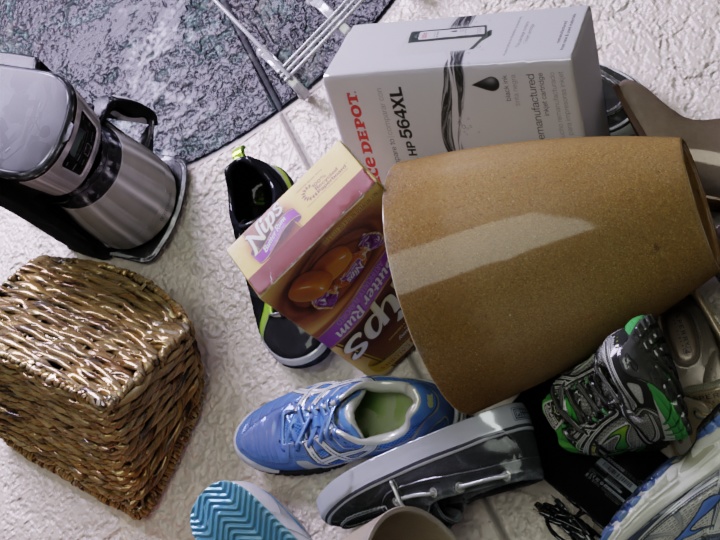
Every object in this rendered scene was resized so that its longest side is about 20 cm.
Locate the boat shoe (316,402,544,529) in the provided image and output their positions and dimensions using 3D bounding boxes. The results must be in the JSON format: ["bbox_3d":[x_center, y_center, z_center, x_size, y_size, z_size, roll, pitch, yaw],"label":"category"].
[{"bbox_3d":[0.051,0.166,0.935,0.198,0.073,0.069,-27,68,26],"label":"boat shoe"}]

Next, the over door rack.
[{"bbox_3d":[-0.067,-0.274,1.150,0.148,0.067,0.200,-45,81,3],"label":"over door rack"}]

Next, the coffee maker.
[{"bbox_3d":[-0.282,-0.091,1.115,0.189,0.200,0.137,-13,66,19],"label":"coffee maker"}]

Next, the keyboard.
[{"bbox_3d":[0.178,0.167,0.919,0.104,0.040,0.199,-39,57,-20],"label":"keyboard"}]

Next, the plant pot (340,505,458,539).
[{"bbox_3d":[-0.024,0.281,0.844,0.198,0.186,0.190,-26,63,27],"label":"plant pot"}]

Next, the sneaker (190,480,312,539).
[{"bbox_3d":[-0.045,0.241,0.965,0.076,0.081,0.201,-41,80,3],"label":"sneaker"}]

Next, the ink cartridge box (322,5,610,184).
[{"bbox_3d":[0.087,-0.116,0.979,0.197,0.147,0.085,-1,38,24],"label":"ink cartridge box"}]

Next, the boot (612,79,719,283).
[{"bbox_3d":[0.293,-0.090,0.923,0.145,0.070,0.202,-32,75,19],"label":"boot"}]

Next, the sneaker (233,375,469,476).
[{"bbox_3d":[-0.017,0.115,0.992,0.197,0.077,0.077,-14,68,21],"label":"sneaker"}]

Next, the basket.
[{"bbox_3d":[-0.231,0.092,1.107,0.198,0.151,0.143,20,47,29],"label":"basket"}]

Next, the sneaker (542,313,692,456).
[{"bbox_3d":[0.167,0.091,0.835,0.084,0.200,0.079,-15,68,0],"label":"sneaker"}]

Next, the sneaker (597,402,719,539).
[{"bbox_3d":[0.226,0.158,0.816,0.085,0.077,0.200,45,106,13],"label":"sneaker"}]

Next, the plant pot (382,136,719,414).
[{"bbox_3d":[0.143,-0.015,0.877,0.197,0.186,0.189,-17,65,20],"label":"plant pot"}]

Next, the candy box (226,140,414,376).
[{"bbox_3d":[0.000,0.000,0.954,0.117,0.200,0.057,-43,57,5],"label":"candy box"}]

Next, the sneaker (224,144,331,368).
[{"bbox_3d":[-0.081,-0.012,1.063,0.071,0.083,0.202,-26,63,14],"label":"sneaker"}]

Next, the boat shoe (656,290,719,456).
[{"bbox_3d":[0.247,0.098,0.880,0.071,0.065,0.203,-18,63,6],"label":"boat shoe"}]

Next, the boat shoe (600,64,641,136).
[{"bbox_3d":[0.137,-0.150,1.024,0.197,0.064,0.072,13,77,27],"label":"boat shoe"}]
